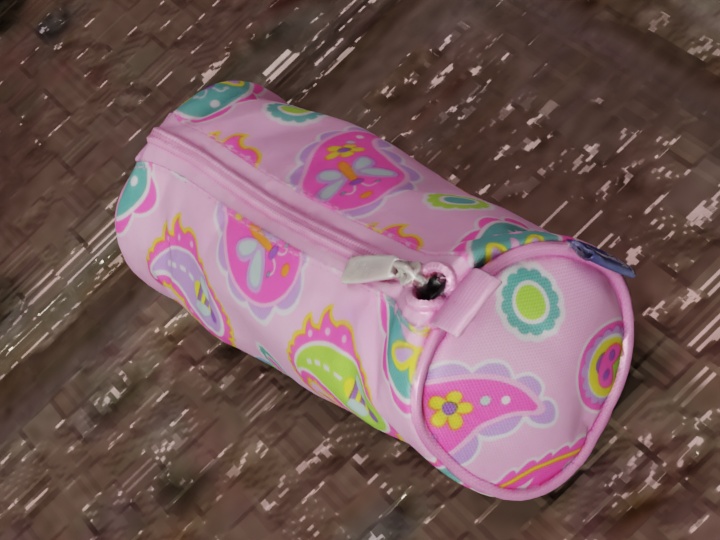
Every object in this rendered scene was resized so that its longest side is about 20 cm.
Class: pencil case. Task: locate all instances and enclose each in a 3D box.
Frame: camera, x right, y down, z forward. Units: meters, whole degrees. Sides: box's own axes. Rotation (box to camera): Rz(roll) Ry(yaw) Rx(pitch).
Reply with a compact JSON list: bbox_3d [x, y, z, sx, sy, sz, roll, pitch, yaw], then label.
[{"bbox_3d":[0.000,0.000,0.746,0.087,0.087,0.200,-48,37,-9],"label":"pencil case"}]
